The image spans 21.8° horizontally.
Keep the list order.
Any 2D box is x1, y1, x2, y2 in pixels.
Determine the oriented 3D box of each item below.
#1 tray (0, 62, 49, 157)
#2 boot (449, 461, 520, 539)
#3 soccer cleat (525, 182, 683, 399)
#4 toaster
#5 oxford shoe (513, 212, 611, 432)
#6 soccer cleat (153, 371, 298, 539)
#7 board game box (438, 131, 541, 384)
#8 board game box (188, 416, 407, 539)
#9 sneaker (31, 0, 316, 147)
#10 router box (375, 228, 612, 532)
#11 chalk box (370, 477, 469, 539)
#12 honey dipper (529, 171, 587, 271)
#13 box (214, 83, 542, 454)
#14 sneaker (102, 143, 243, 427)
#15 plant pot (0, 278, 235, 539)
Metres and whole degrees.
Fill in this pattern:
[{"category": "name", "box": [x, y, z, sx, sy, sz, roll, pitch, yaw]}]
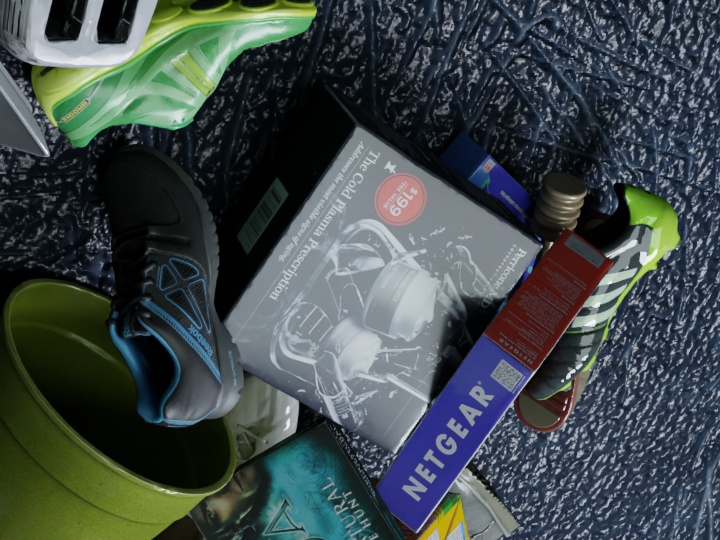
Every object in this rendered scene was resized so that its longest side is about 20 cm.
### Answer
[{"category": "tray", "box": [-0.265, -0.151, 1.139, 0.022, 0.107, 0.201, -54, 140, -22]}, {"category": "boot", "box": [0.038, 0.254, 1.686, 0.199, 0.073, 0.182, -37, 134, 1]}, {"category": "soccer cleat", "box": [0.186, 0.016, 1.562, 0.081, 0.068, 0.201, 29, 103, -24]}, {"category": "toaster", "box": [-0.185, -0.208, 1.128, 0.113, 0.129, 0.202, -1, 121, -40]}, {"category": "oxford shoe", "box": [0.187, 0.040, 1.650, 0.075, 0.070, 0.202, -24, 136, -67]}, {"category": "soccer cleat", "box": [-0.111, 0.163, 1.476, 0.201, 0.069, 0.078, -58, 174, 23]}, {"category": "board game box", "box": [0.065, 0.006, 1.533, 0.200, 0.045, 0.152, -49, 136, 4]}, {"category": "board game box", "box": [-0.028, 0.228, 1.426, 0.135, 0.028, 0.201, -31, 94, 14]}, {"category": "sneaker", "box": [-0.124, -0.145, 1.267, 0.198, 0.074, 0.084, -22, 129, -10]}, {"category": "router box", "box": [0.103, 0.086, 1.471, 0.180, 0.049, 0.201, -47, 171, -51]}, {"category": "chalk box", "box": [-0.018, 0.252, 1.556, 0.124, 0.198, 0.126, -39, 127, -45]}, {"category": "honey dipper", "box": [0.142, 0.013, 1.542, 0.038, 0.038, 0.201, -8, 128, -32]}, {"category": "box", "box": [0.000, 0.000, 1.400, 0.181, 0.104, 0.201, 30, 101, -25]}, {"category": "sneaker", "box": [-0.140, 0.010, 1.296, 0.073, 0.202, 0.082, -19, 178, 34]}, {"category": "plant pot", "box": [-0.225, 0.145, 1.333, 0.199, 0.201, 0.193, 22, 119, -44]}]
